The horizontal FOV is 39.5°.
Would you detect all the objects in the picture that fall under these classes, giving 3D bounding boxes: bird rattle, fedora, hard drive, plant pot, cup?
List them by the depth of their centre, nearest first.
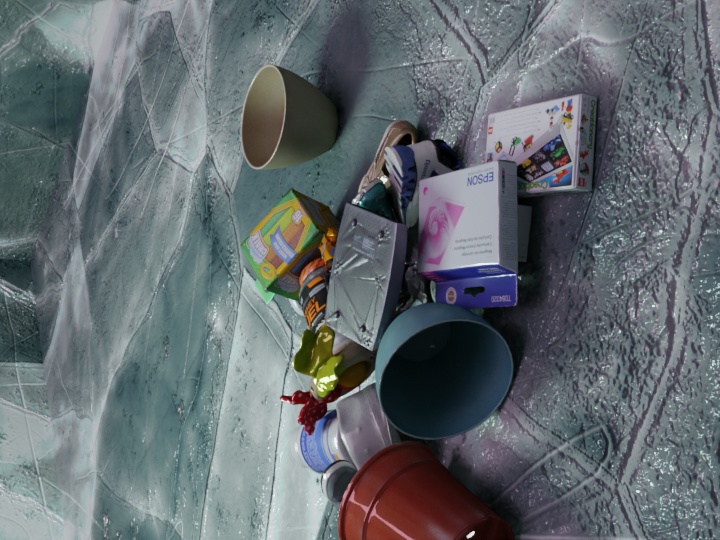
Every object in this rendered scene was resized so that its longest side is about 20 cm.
[{"bbox_3d":[0.104,0.377,1.439,0.195,0.200,0.202,24,107,49],"label":"plant pot"},{"bbox_3d":[0.105,0.125,1.465,0.135,0.199,0.201,-118,43,-58],"label":"plant pot"},{"bbox_3d":[0.010,0.008,1.534,0.135,0.042,0.201,25,110,46],"label":"hard drive"},{"bbox_3d":[0.016,0.260,1.606,0.177,0.090,0.201,80,171,-83],"label":"fedora"},{"bbox_3d":[-0.038,0.182,1.651,0.113,0.162,0.201,52,151,34],"label":"bird rattle"},{"bbox_3d":[-0.129,-0.289,1.953,0.200,0.143,0.202,-13,75,57],"label":"cup"}]

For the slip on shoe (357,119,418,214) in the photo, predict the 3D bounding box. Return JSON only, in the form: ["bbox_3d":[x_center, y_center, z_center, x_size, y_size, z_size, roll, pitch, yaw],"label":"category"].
[{"bbox_3d":[0.049,-0.155,1.702,0.061,0.076,0.201,-119,49,-66],"label":"slip on shoe"}]

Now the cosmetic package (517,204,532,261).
[{"bbox_3d":[0.173,-0.061,1.503,0.200,0.050,0.083,10,97,59],"label":"cosmetic package"}]

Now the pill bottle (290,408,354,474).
[{"bbox_3d":[-0.043,0.299,1.755,0.200,0.112,0.113,-21,68,56],"label":"pill bottle"}]

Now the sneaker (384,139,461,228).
[{"bbox_3d":[0.104,-0.144,1.607,0.200,0.115,0.081,87,160,-62],"label":"sneaker"}]

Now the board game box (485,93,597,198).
[{"bbox_3d":[0.247,-0.169,1.408,0.200,0.034,0.127,0,85,59],"label":"board game box"}]

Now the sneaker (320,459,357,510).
[{"bbox_3d":[0.008,0.401,1.625,0.121,0.083,0.201,37,159,47],"label":"sneaker"}]

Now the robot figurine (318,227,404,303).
[{"bbox_3d":[0.000,0.000,1.703,0.200,0.144,0.058,-120,42,-56],"label":"robot figurine"}]

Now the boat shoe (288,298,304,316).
[{"bbox_3d":[-0.106,-0.013,1.951,0.057,0.068,0.201,-31,57,53],"label":"boat shoe"}]

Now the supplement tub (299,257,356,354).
[{"bbox_3d":[-0.036,0.077,1.765,0.123,0.122,0.201,-60,39,35],"label":"supplement tub"}]

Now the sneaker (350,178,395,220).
[{"bbox_3d":[0.037,-0.079,1.632,0.077,0.200,0.080,-43,61,-10],"label":"sneaker"}]

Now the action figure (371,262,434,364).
[{"bbox_3d":[0.081,0.086,1.578,0.102,0.118,0.201,-20,63,62],"label":"action figure"}]

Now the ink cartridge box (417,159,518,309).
[{"bbox_3d":[0.151,-0.046,1.450,0.196,0.043,0.201,-9,78,58],"label":"ink cartridge box"}]

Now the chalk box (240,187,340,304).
[{"bbox_3d":[-0.131,-0.028,1.861,0.200,0.124,0.125,-47,54,15],"label":"chalk box"}]
